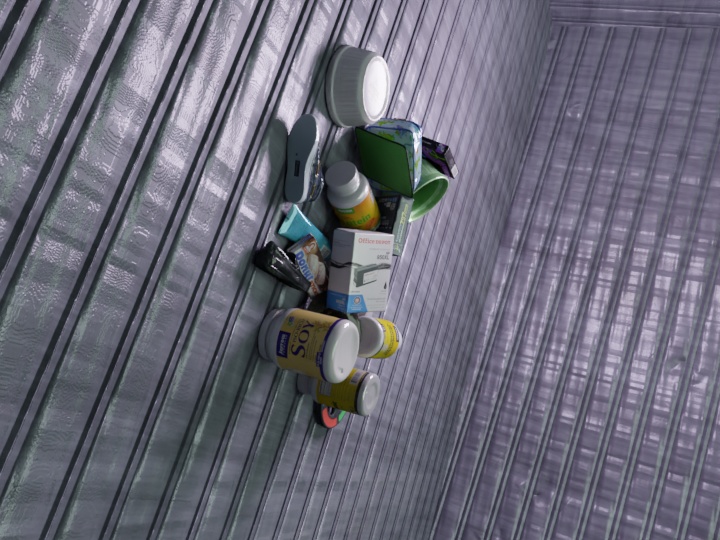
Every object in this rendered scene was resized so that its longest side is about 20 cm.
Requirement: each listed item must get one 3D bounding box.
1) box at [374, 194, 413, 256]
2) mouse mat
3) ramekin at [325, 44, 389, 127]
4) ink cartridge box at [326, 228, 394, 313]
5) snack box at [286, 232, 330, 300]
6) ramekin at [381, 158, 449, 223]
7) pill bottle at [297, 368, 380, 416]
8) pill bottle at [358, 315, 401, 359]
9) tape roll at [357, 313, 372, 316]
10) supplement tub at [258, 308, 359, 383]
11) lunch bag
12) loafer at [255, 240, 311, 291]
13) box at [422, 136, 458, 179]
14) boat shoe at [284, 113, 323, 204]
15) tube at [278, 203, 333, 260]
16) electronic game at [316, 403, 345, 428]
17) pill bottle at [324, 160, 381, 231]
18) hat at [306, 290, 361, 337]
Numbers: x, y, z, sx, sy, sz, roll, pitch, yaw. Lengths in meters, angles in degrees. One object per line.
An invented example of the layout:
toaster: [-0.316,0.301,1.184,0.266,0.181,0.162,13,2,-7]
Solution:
box: [0.057,-0.122,1.743,0.051,0.200,0.159,14,87,-28]
mouse mat: [0.062,-0.286,1.685,0.008,0.199,0.162,-37,137,-26]
ramekin: [0.000,-0.457,1.593,0.202,0.094,0.204,-37,132,-56]
ink cartridge box: [0.000,0.000,1.609,0.144,0.084,0.202,0,99,-44]
snack box: [-0.119,-0.005,1.559,0.072,0.024,0.201,-37,144,-13]
ramekin: [0.160,-0.242,1.924,0.199,0.098,0.200,-32,159,-14]
pill bottle: [-0.059,0.298,1.646,0.111,0.199,0.112,-36,132,-55]
pill bottle: [0.045,0.189,1.777,0.200,0.111,0.113,19,83,-65]
tape roll: [-0.032,0.106,1.789,0.200,0.066,0.202,-36,131,-57]
supplement tub: [-0.119,0.167,1.463,0.145,0.199,0.146,-37,133,-56]
lunch bag: [0.087,-0.319,1.763,0.083,0.160,0.201,-56,149,-50]
loafer: [-0.164,-0.006,1.450,0.071,0.068,0.200,-64,150,-9]
box: [0.194,-0.358,1.931,0.036,0.199,0.143,-56,151,-8]
boat shoe: [-0.121,-0.253,1.454,0.091,0.070,0.202,-17,121,-64]
tube: [-0.128,-0.083,1.529,0.200,0.050,0.078,42,67,-58]
electronic game: [-0.069,0.356,1.838,0.200,0.041,0.201,-38,134,-56]
pill bottle: [-0.022,-0.184,1.635,0.112,0.110,0.200,-67,153,-25]
hat: [-0.093,0.155,1.643,0.200,0.081,0.202,10,76,-45]
